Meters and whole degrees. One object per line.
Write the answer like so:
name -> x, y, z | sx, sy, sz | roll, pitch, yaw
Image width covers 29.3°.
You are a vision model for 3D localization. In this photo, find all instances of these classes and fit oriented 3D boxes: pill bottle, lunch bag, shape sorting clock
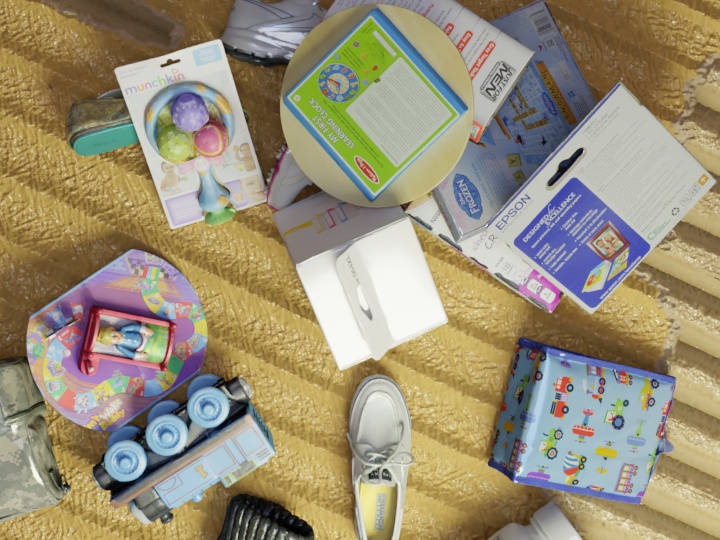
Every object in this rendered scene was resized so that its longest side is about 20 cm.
pill bottle -> 0.163, 0.353, 1.525 | 0.200, 0.113, 0.114 | -37, 96, 0
lunch bag -> -0.426, 0.198, 1.462 | 0.199, 0.139, 0.169 | -18, 89, -3
shape sorting clock -> 0.016, -0.163, 1.370 | 0.199, 0.039, 0.201 | 1, 93, 12
lunch bag -> 0.263, 0.174, 1.538 | 0.199, 0.094, 0.151 | 14, 91, -14

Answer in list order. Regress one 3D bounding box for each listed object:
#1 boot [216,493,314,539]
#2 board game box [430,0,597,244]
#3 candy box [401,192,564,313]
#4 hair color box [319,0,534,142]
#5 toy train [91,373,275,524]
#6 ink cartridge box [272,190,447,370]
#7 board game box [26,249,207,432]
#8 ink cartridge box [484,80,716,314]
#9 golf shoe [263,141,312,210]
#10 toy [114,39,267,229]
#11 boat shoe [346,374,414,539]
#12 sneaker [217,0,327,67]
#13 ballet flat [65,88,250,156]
boot -> -0.080, 0.358, 1.527 | 0.210, 0.079, 0.158 | 28, 92, -5
board game box -> 0.148, -0.159, 1.460 | 0.199, 0.041, 0.201 | -24, 82, -9
candy box -> 0.162, -0.065, 1.518 | 0.200, 0.061, 0.137 | 33, 90, -5
hair color box -> 0.067, -0.231, 1.414 | 0.200, 0.061, 0.102 | 34, 79, 5
toy train -> -0.193, 0.199, 1.507 | 0.199, 0.087, 0.115 | -33, 102, -1
ink cartridge box -> 0.000, 0.000, 1.430 | 0.125, 0.200, 0.129 | -24, 113, -2
board game box -> -0.255, 0.079, 1.485 | 0.200, 0.039, 0.158 | -35, 105, -16
ink cartridge box -> 0.245, -0.078, 1.424 | 0.198, 0.047, 0.200 | -47, 126, 9
golf shoe -> -0.036, -0.130, 1.462 | 0.091, 0.075, 0.200 | 28, 127, -4
toy -> -0.173, -0.133, 1.454 | 0.115, 0.047, 0.201 | -16, 127, -1
boat shoe -> 0.020, 0.219, 1.519 | 0.074, 0.086, 0.203 | 4, 95, -4
sneaker -> -0.051, -0.254, 1.488 | 0.199, 0.075, 0.088 | 13, 88, -6
ballet flat -> -0.222, -0.173, 1.490 | 0.199, 0.071, 0.071 | -10, 95, -5
